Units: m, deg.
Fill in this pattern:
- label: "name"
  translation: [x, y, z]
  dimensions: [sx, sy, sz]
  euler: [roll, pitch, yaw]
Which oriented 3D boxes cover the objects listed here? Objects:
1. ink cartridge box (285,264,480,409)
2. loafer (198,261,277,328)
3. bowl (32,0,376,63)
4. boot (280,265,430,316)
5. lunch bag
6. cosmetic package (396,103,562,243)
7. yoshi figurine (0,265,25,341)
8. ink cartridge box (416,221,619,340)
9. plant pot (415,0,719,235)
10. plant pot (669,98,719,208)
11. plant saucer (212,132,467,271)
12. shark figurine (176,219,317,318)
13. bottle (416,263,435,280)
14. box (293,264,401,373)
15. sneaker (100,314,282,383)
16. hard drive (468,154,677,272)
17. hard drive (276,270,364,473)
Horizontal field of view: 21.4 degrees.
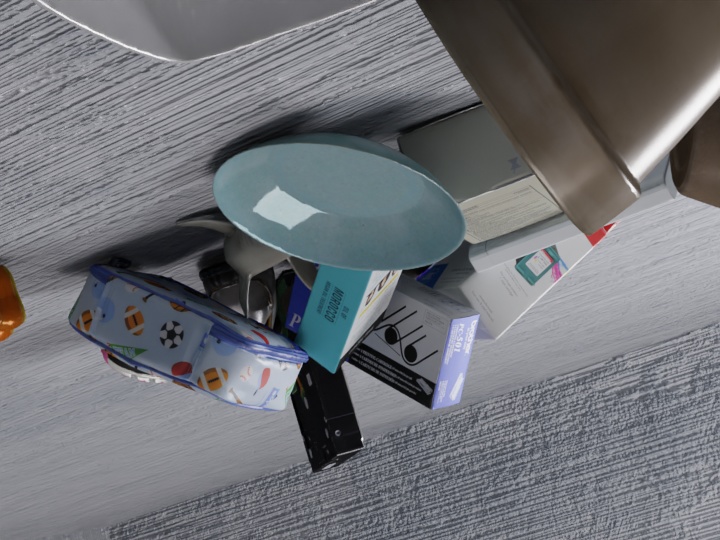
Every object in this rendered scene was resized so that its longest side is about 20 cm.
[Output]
- label: "ink cartridge box"
  translation: [0.018, 0.048, 1.801]
  dimensions: [0.200, 0.094, 0.044]
  euler: [28, -155, 38]
- label: "loafer"
  translation: [-0.111, 0.030, 1.874]
  dimensions: [0.073, 0.072, 0.200]
  euler: [-15, 169, 5]
- label: "bowl"
  translation: [-0.045, -0.173, 0.872]
  dimensions: [0.200, 0.075, 0.200]
  euler: [-18, 170, 17]
- label: "boot"
  translation: [0.008, -0.015, 1.896]
  dimensions: [0.200, 0.074, 0.075]
  euler: [-28, -166, 33]
- label: "lunch bag"
  translation: [-0.153, 0.056, 1.701]
  dimensions: [0.200, 0.076, 0.160]
  euler: [27, -174, 26]
- label: "cosmetic package"
  translation: [0.108, -0.081, 1.602]
  dimensions: [0.105, 0.071, 0.200]
  euler: [-20, 169, 11]
- label: "yoshi figurine"
  translation: [-0.389, 0.048, 1.575]
  dimensions: [0.200, 0.113, 0.112]
  euler: [-26, -143, -29]
- label: "ink cartridge box"
  translation: [0.153, -0.019, 1.834]
  dimensions: [0.200, 0.067, 0.116]
  euler: [-42, -166, -21]
- label: "plant pot"
  translation: [0.139, -0.148, 1.042]
  dimensions: [0.173, 0.200, 0.200]
  euler: [-35, 167, 8]
- label: "plant pot"
  translation: [0.348, -0.115, 1.549]
  dimensions: [0.174, 0.201, 0.200]
  euler: [4, 169, -2]
- label: "plant saucer"
  translation: [-0.014, -0.061, 1.479]
  dimensions: [0.201, 0.039, 0.201]
  euler: [10, 154, 5]
- label: "shark figurine"
  translation: [-0.088, -0.002, 1.676]
  dimensions: [0.128, 0.090, 0.214]
  euler: [-2, 175, 4]
- label: "bottle"
  translation: [0.056, 0.014, 2.018]
  dimensions: [0.200, 0.065, 0.084]
  euler: [-14, -147, -8]
- label: "box"
  translation: [0.000, 0.000, 1.672]
  dimensions: [0.082, 0.049, 0.200]
  euler: [-47, 166, -36]
- label: "sneaker"
  translation: [-0.171, 0.066, 1.995]
  dimensions: [0.199, 0.074, 0.088]
  euler: [1, 142, -16]
- label: "hard drive"
  translation: [0.200, -0.072, 1.733]
  dimensions: [0.200, 0.027, 0.132]
  euler: [-21, -155, 28]
- label: "hard drive"
  translation: [-0.050, 0.107, 2.023]
  dimensions: [0.038, 0.200, 0.140]
  euler: [-15, 169, -15]
